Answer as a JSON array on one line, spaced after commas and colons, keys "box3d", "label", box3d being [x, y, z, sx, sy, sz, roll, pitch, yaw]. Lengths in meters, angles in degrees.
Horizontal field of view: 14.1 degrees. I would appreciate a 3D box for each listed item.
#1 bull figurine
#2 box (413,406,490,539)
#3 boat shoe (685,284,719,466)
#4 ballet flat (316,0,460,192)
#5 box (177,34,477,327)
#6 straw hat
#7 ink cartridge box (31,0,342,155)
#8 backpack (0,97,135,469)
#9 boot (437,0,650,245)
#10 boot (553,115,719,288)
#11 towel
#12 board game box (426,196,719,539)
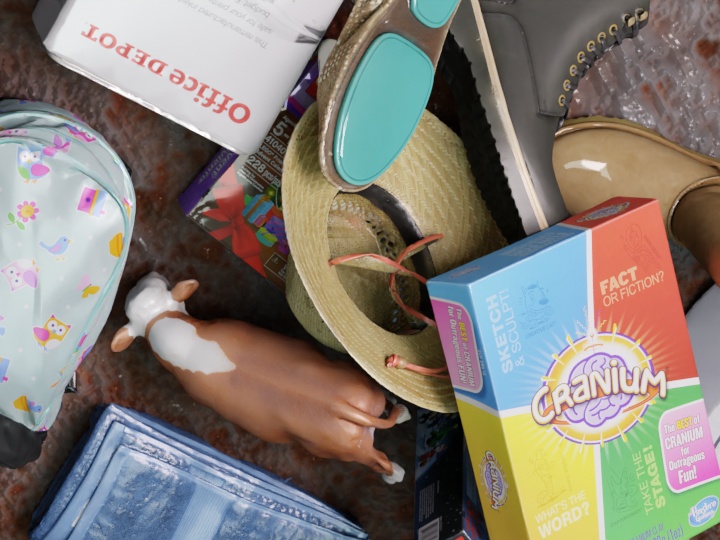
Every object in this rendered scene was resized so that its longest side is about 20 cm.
[{"box3d": [-0.056, 0.065, 1.749, 0.065, 0.200, 0.121, -62, 148, -2], "label": "bull figurine"}, {"box3d": [0.086, 0.156, 1.781, 0.038, 0.200, 0.137, -31, 115, 18], "label": "box"}, {"box3d": [0.230, 0.090, 1.873, 0.070, 0.071, 0.201, 18, 101, -47], "label": "boat shoe"}, {"box3d": [0.015, -0.138, 1.681, 0.070, 0.065, 0.201, 39, 72, -41], "label": "ballet flat"}, {"box3d": [0.007, -0.031, 1.783, 0.200, 0.039, 0.137, 38, 96, -22], "label": "box"}, {"box3d": [0.000, 0.000, 1.719, 0.201, 0.202, 0.085, 41, 137, -22], "label": "straw hat"}, {"box3d": [-0.081, -0.190, 1.682, 0.146, 0.084, 0.201, 27, 101, -20], "label": "ink cartridge box"}, {"box3d": [-0.207, 0.002, 1.697, 0.166, 0.127, 0.201, 28, 97, -17], "label": "backpack"}, {"box3d": [0.126, -0.113, 1.731, 0.138, 0.077, 0.201, -16, 83, -12], "label": "boot"}, {"box3d": [0.203, -0.025, 1.745, 0.174, 0.200, 0.066, 8, 110, -16], "label": "boot"}, {"box3d": [-0.100, 0.167, 1.822, 0.199, 0.049, 0.112, 26, 102, -21], "label": "towel"}, {"box3d": [0.128, 0.076, 1.681, 0.153, 0.040, 0.201, -24, 106, -34], "label": "board game box"}]
